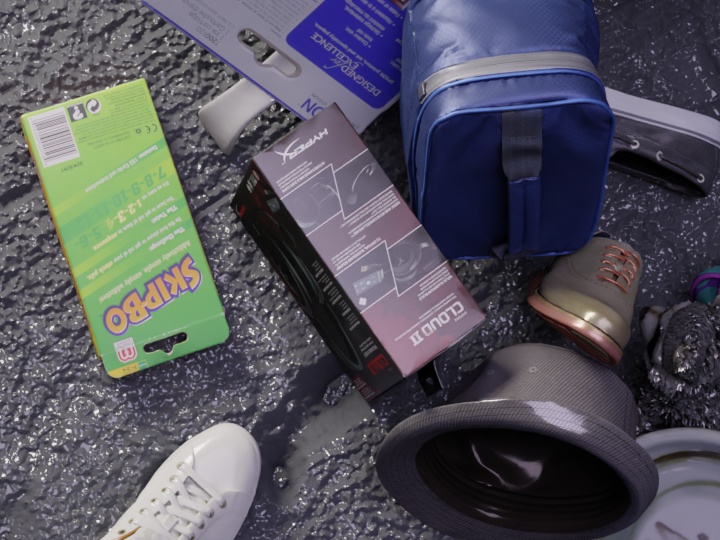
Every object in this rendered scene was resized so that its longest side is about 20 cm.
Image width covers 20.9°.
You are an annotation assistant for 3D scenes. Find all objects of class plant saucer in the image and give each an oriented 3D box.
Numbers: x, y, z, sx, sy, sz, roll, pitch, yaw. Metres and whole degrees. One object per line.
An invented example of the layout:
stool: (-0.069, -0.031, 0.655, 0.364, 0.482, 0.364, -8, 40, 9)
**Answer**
plant saucer: (0.240, 0.212, 1.401, 0.198, 0.050, 0.203, 0, 90, 20)

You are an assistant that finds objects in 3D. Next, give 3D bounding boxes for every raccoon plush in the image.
raccoon plush: (0.280, 0.089, 1.406, 0.198, 0.134, 0.098, 24, 67, -4)

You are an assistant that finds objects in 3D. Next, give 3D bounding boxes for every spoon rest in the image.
spoon rest: (-0.026, -0.158, 1.439, 0.199, 0.061, 0.100, -36, 88, -14)

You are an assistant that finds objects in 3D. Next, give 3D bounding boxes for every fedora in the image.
fedora: (0.116, 0.114, 1.364, 0.177, 0.199, 0.091, 43, 48, -33)

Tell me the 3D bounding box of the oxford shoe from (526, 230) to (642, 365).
oxford shoe: (0.162, 0.010, 1.365, 0.071, 0.200, 0.074, 37, 99, -10)

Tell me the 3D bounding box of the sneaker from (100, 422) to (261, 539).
sneaker: (-0.134, 0.187, 1.342, 0.073, 0.085, 0.201, 39, 74, 0)

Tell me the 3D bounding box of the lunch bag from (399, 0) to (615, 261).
lunch bag: (0.097, -0.089, 1.334, 0.134, 0.201, 0.133, -4, 55, -1)

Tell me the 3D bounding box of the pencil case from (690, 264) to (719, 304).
pencil case: (0.345, -0.018, 1.466, 0.199, 0.093, 0.085, -38, 64, -16)

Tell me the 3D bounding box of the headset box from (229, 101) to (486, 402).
headset box: (0.000, 0.000, 1.369, 0.077, 0.149, 0.201, -33, 88, -14)

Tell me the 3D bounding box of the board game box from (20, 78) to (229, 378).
board game box: (-0.169, -0.029, 1.405, 0.095, 0.030, 0.202, -18, 81, -13)

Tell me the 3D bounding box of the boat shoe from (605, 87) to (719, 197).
boat shoe: (0.178, -0.095, 1.466, 0.198, 0.070, 0.067, 12, 76, -16)

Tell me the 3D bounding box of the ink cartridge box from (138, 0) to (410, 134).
ink cartridge box: (-0.018, -0.205, 1.346, 0.197, 0.200, 0.044, 35, 31, -27)
